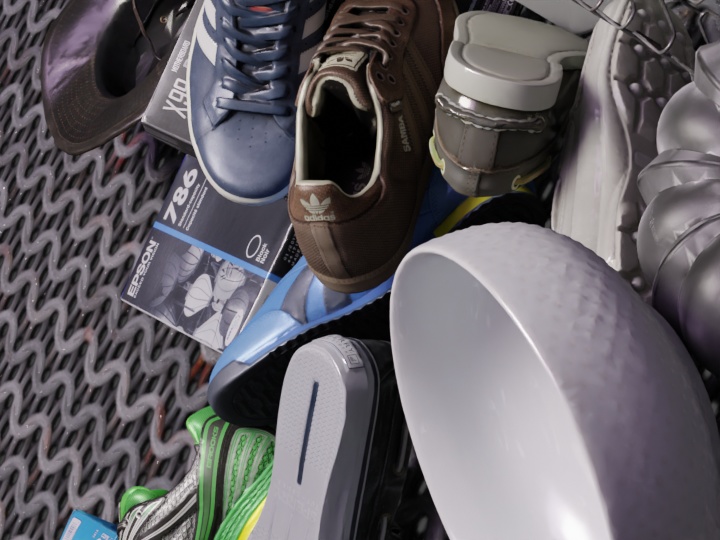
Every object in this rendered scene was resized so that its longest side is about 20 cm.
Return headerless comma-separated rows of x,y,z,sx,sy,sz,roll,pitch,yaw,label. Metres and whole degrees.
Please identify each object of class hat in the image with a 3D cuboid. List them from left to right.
-0.111,-0.147,1.645,0.200,0.081,0.201,-30,45,34,hat

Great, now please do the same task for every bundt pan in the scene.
0.187,-0.037,1.076,0.202,0.076,0.203,-33,46,42,bundt pan

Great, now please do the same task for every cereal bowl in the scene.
0.092,0.070,1.093,0.200,0.083,0.201,161,90,-73,cereal bowl

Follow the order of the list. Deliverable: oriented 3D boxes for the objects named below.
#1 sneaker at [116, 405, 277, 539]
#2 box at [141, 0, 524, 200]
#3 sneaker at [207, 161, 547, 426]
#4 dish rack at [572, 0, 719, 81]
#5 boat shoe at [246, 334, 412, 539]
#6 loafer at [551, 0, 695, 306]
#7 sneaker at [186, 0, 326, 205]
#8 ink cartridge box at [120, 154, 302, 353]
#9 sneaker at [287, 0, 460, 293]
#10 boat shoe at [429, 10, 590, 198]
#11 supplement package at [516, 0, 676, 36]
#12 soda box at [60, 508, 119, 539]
-0.097,0.161,1.358,0.201,0.085,0.078,-58,-11,1,sneaker
-0.003,-0.131,1.382,0.050,0.157,0.201,64,-130,-84,box
0.000,0.000,1.324,0.200,0.066,0.079,-38,51,9,sneaker
0.136,-0.166,1.152,0.154,0.199,0.055,-55,23,16,dish rack
-0.009,0.128,1.282,0.072,0.071,0.201,37,120,47,boat shoe
0.116,-0.040,1.211,0.070,0.070,0.201,-32,39,46,loafer
-0.050,-0.135,1.316,0.085,0.075,0.201,78,-164,-85,sneaker
-0.084,-0.008,1.535,0.200,0.039,0.100,20,86,61,ink cartridge box
0.007,-0.089,1.278,0.070,0.076,0.201,-3,55,16,sneaker
0.071,-0.083,1.263,0.202,0.072,0.061,-50,-26,-73,boat shoe
0.089,-0.218,1.258,0.155,0.199,0.111,-13,55,54,supplement package
-0.158,0.238,1.427,0.064,0.068,0.201,18,83,61,soda box
